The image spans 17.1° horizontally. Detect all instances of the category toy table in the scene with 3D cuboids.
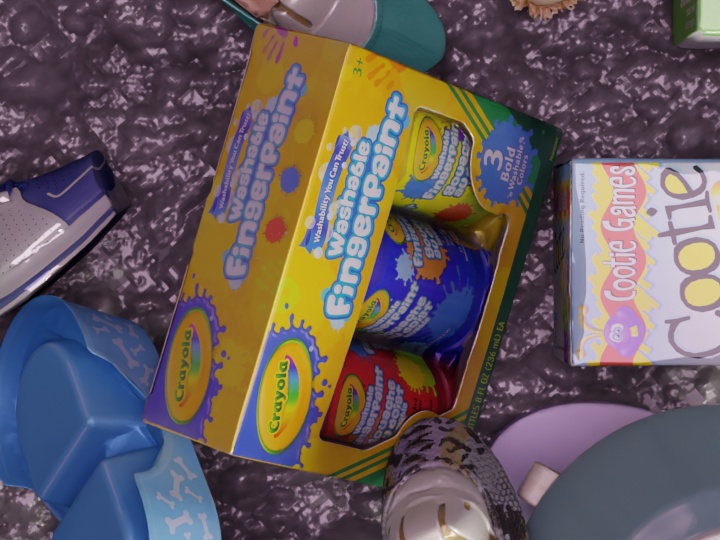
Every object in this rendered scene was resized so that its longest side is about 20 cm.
[{"bbox_3d":[0.154,0.146,1.204,0.199,0.117,0.185,19,90,-2],"label":"toy table"}]

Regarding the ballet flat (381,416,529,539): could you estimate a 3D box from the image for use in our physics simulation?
[{"bbox_3d":[0.045,0.148,1.100,0.072,0.072,0.201,-11,60,0],"label":"ballet flat"}]

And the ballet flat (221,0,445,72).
[{"bbox_3d":[-0.048,-0.152,1.222,0.199,0.070,0.068,32,103,-1],"label":"ballet flat"}]

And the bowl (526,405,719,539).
[{"bbox_3d":[0.169,0.166,1.096,0.199,0.105,0.202,0,91,-1],"label":"bowl"}]

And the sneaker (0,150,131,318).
[{"bbox_3d":[-0.225,-0.016,1.217,0.199,0.081,0.115,-35,93,1],"label":"sneaker"}]

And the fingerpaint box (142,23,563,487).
[{"bbox_3d":[0.000,0.000,1.177,0.166,0.073,0.201,18,89,-46],"label":"fingerpaint box"}]

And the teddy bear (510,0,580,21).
[{"bbox_3d":[0.069,-0.227,1.235,0.199,0.067,0.145,33,99,-7],"label":"teddy bear"}]

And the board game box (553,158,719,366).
[{"bbox_3d":[0.200,-0.004,1.210,0.199,0.105,0.104,0,91,0],"label":"board game box"}]

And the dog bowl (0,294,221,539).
[{"bbox_3d":[-0.126,0.103,1.184,0.049,0.112,0.201,3,48,-36],"label":"dog bowl"}]

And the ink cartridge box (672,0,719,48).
[{"bbox_3d":[0.236,-0.216,1.219,0.144,0.084,0.201,0,90,0],"label":"ink cartridge box"}]
